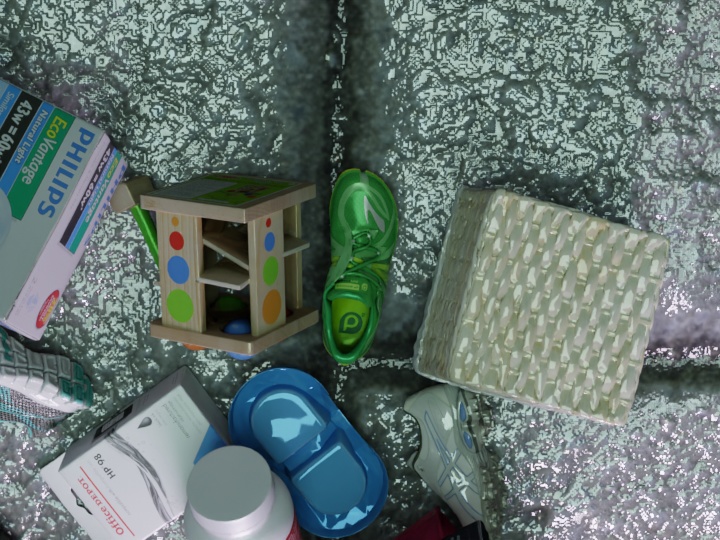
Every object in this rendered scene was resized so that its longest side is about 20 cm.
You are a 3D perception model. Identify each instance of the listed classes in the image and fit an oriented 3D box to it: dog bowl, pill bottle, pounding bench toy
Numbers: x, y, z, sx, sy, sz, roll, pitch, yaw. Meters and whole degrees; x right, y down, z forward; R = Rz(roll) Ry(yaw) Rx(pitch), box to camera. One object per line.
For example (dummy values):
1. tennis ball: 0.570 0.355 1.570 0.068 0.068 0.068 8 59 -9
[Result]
1. dog bowl: -0.054 0.183 1.531 0.111 0.050 0.201 -37 103 5
2. pill bottle: -0.116 0.267 1.475 0.110 0.113 0.201 -8 139 0
3. pounding bench toy: -0.155 -0.007 1.441 0.198 0.124 0.158 9 108 30

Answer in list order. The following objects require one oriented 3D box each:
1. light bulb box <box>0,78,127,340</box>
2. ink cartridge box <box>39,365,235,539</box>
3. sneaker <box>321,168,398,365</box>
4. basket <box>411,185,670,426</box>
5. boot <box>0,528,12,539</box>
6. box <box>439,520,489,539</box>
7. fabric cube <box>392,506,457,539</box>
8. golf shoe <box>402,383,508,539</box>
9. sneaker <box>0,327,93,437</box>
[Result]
1. light bulb box: -0.354 -0.072 1.369 0.198 0.125 0.200 25 81 5
2. ink cartridge box: -0.229 0.207 1.524 0.199 0.067 0.116 -35 104 7
3. sneaker: 0.000 0.000 1.470 0.073 0.084 0.203 3 103 -2
4. basket: 0.173 0.035 1.425 0.195 0.161 0.203 15 91 -7
5. boot: -0.426 0.368 1.559 0.199 0.078 0.139 -39 107 9
6. box: 0.071 0.375 1.352 0.198 0.118 0.198 -28 101 7
7. fabric cube: 0.072 0.408 1.519 0.199 0.196 0.200 -37 101 8
8. golf shoe: 0.100 0.213 1.544 0.096 0.078 0.203 -8 99 18
9. sneaker: -0.366 0.113 1.469 0.091 0.078 0.199 -41 128 20
